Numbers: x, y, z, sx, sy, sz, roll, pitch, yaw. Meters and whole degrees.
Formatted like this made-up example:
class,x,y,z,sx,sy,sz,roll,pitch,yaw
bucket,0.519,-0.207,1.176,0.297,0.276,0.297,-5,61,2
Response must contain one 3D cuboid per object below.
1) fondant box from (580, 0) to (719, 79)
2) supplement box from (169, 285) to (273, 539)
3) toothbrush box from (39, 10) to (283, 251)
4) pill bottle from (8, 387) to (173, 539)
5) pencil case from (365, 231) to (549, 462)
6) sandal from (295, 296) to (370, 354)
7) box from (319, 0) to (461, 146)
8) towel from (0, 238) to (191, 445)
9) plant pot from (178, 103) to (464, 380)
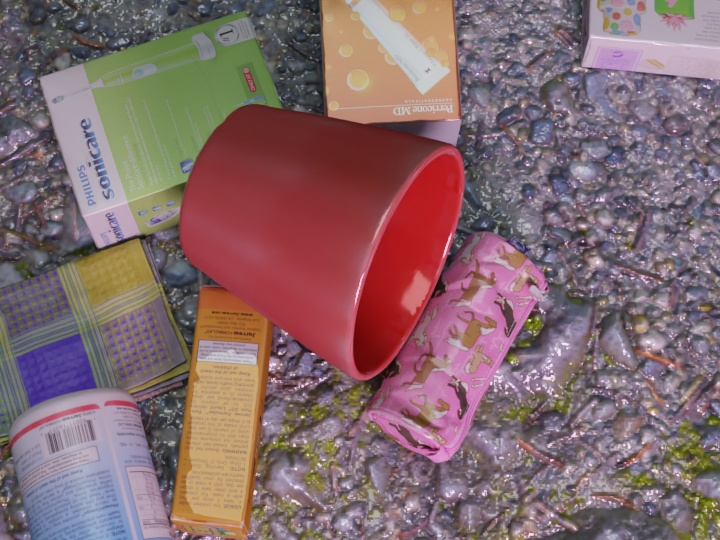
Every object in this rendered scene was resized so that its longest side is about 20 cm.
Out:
class,x,y,z,sx,sy,sz,roll,pitch,yaw
fondant box,0.292,-0.293,1.198,0.142,0.058,0.202,5,68,1
supplement box,-0.115,0.118,1.032,0.068,0.067,0.203,3,68,0
toothbrush box,-0.171,-0.127,1.114,0.198,0.086,0.147,-20,71,-9
pill bottle,-0.207,0.205,0.975,0.107,0.109,0.202,-16,70,-7
pencil case,0.084,0.065,1.048,0.083,0.086,0.201,40,71,-21
sandal,0.000,0.000,1.096,0.074,0.045,0.201,25,56,3
box,0.024,-0.214,1.127,0.123,0.098,0.203,-3,78,0
towel,-0.257,0.061,1.075,0.198,0.023,0.145,-18,71,-8
plant pot,-0.036,-0.036,0.982,0.176,0.201,0.202,23,70,18
